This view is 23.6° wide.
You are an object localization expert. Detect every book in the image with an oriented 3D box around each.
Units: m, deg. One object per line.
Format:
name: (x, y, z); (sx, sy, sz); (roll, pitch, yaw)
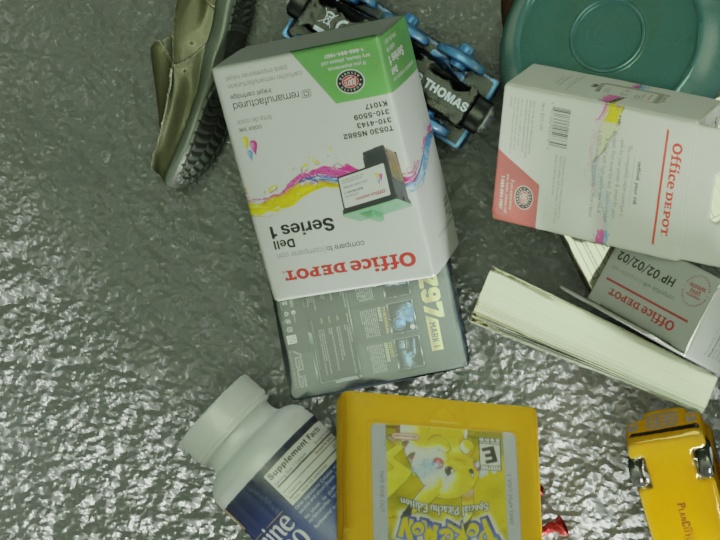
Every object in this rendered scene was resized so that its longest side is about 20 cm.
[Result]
book: (0.192, 0.058, 1.431); (0.199, 0.134, 0.048); (23, 91, 6)

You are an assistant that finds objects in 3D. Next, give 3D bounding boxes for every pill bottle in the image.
pill bottle: (-0.054, 0.186, 1.464); (0.200, 0.111, 0.111); (43, 94, 4)

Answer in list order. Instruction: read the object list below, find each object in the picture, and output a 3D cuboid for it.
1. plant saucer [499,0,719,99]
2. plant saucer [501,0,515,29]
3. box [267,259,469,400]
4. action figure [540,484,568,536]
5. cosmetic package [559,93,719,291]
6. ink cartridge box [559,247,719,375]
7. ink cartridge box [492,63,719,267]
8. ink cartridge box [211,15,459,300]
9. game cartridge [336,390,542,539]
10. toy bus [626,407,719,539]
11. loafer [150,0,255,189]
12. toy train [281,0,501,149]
plant saucer: (0.205, -0.189, 1.415); (0.199, 0.027, 0.201); (-5, 75, 21)
plant saucer: (0.220, -0.229, 1.479); (0.199, 0.034, 0.201); (0, 91, 4)
box: (0.000, 0.000, 1.489); (0.157, 0.051, 0.201); (-12, 89, 6)
action figure: (0.080, 0.254, 1.486); (0.200, 0.052, 0.066); (-33, 92, 6)
cosmetic package: (0.259, -0.071, 1.454); (0.199, 0.073, 0.104); (-26, 88, 4)
ink cartridge box: (0.266, 0.035, 1.380); (0.115, 0.200, 0.068); (31, 95, 48)
ink cartridge box: (0.211, -0.082, 1.351); (0.199, 0.067, 0.117); (15, 116, 23)
ink cartridge box: (-0.017, -0.088, 1.384); (0.144, 0.084, 0.201); (-9, 107, 19)
game cartridge: (0.067, 0.203, 1.416); (0.175, 0.032, 0.201); (6, 65, -16)
toy bus: (0.268, 0.195, 1.405); (0.065, 0.078, 0.201); (-11, 119, 17)
loafer: (-0.147, -0.170, 1.500); (0.069, 0.075, 0.201); (15, 87, 17)
toy train: (0.027, -0.177, 1.455); (0.200, 0.114, 0.087); (32, 95, 4)
